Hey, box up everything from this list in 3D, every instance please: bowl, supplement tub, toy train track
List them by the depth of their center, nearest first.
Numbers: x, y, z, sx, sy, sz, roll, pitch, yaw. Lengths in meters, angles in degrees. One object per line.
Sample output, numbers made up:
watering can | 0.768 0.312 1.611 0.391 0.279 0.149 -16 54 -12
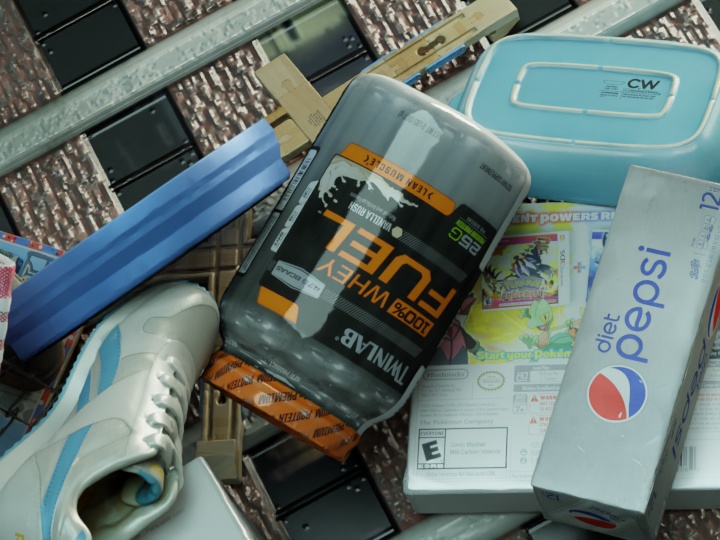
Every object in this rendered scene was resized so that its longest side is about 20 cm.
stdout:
supplement tub | 0.000 0.000 1.640 0.122 0.123 0.200 27 84 23
bowl | -0.126 -0.015 1.644 0.200 0.201 0.039 -35 92 -3
toy train track | -0.083 0.029 1.732 0.115 0.033 0.200 -4 67 12
toy train track | 0.011 -0.107 1.782 0.200 0.033 0.115 -33 55 -9

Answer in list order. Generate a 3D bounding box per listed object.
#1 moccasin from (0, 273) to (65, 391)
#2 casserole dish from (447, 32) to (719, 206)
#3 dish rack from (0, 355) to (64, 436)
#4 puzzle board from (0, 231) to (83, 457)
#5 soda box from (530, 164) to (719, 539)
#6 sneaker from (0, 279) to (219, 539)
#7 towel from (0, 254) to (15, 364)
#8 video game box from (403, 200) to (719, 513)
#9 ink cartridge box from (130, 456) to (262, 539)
moccasin | -0.272 0.017 1.752 0.201 0.078 0.074 23 57 2
casserole dish | 0.141 -0.095 1.716 0.200 0.039 0.121 7 50 20
dish rack | -0.225 0.109 1.692 0.200 0.055 0.154 30 105 0
puzzle board | -0.273 0.036 1.793 0.200 0.017 0.151 16 71 20
soda box | 0.157 0.046 1.608 0.068 0.063 0.200 13 71 16
sneaker | -0.125 0.089 1.556 0.081 0.077 0.200 13 54 31
towel | -0.221 0.075 1.588 0.030 0.146 0.200 0 105 -22
video game box | 0.129 0.049 1.674 0.200 0.047 0.183 -1 68 13
ink cartridge box | -0.061 0.220 1.587 0.084 0.146 0.200 -31 63 -3
